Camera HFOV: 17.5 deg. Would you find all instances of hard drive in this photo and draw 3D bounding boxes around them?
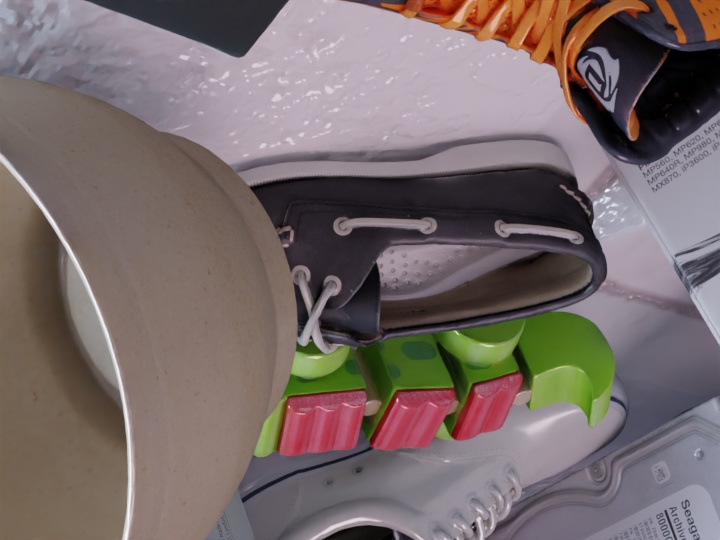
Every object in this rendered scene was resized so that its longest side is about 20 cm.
[{"bbox_3d":[0.133,0.151,1.054,0.038,0.141,0.199,-2,157,-46],"label":"hard drive"}]

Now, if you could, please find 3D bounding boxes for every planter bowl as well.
[{"bbox_3d":[-0.107,0.023,0.802,0.134,0.200,0.201,-21,153,-50],"label":"planter bowl"}]

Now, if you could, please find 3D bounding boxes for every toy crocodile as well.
[{"bbox_3d":[0.011,0.048,0.973,0.198,0.062,0.068,-4,139,-22],"label":"toy crocodile"}]

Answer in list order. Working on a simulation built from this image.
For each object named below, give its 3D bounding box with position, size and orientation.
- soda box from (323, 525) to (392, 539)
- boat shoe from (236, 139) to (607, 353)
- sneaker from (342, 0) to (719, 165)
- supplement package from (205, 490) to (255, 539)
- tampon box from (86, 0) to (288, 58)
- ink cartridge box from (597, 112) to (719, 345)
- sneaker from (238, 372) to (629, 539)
[{"bbox_3d":[-0.002,0.202,1.034,0.069,0.201,0.064,11,138,2],"label":"soda box"},{"bbox_3d":[0.000,0.000,0.910,0.198,0.061,0.074,-8,141,-18],"label":"boat shoe"},{"bbox_3d":[0.055,-0.096,0.781,0.198,0.113,0.078,-2,138,-25],"label":"sneaker"},{"bbox_3d":[-0.153,0.178,0.976,0.198,0.148,0.192,-7,140,-21],"label":"supplement package"},{"bbox_3d":[-0.042,-0.188,0.592,0.126,0.151,0.200,16,128,-40],"label":"tampon box"},{"bbox_3d":[0.189,0.021,0.920,0.083,0.201,0.144,-35,141,10],"label":"ink cartridge box"},{"bbox_3d":[0.033,0.102,1.040,0.198,0.071,0.073,-20,142,-8],"label":"sneaker"}]
